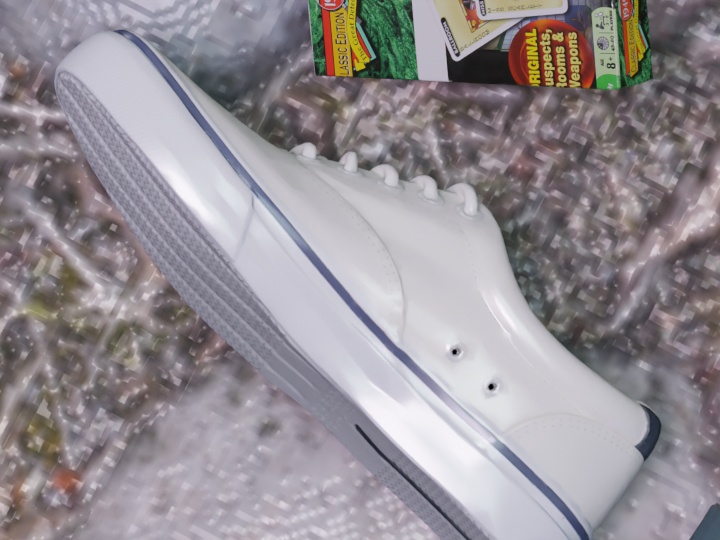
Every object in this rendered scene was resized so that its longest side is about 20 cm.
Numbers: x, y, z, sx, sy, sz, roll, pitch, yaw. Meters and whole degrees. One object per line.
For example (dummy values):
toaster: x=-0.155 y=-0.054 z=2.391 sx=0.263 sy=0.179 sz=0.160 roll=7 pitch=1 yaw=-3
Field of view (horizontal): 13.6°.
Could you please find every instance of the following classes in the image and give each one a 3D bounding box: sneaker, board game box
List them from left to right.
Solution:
sneaker: x=0.000 y=0.000 z=0.847 sx=0.200 sy=0.073 sz=0.071 roll=46 pitch=73 yaw=-5
board game box: x=0.025 y=-0.150 z=0.824 sx=0.104 sy=0.023 sz=0.201 roll=5 pitch=107 yaw=37

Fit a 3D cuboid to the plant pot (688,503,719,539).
plant pot: x=0.111 y=0.199 z=0.764 sx=0.196 sy=0.196 sz=0.200 roll=40 pitch=89 yaw=3
